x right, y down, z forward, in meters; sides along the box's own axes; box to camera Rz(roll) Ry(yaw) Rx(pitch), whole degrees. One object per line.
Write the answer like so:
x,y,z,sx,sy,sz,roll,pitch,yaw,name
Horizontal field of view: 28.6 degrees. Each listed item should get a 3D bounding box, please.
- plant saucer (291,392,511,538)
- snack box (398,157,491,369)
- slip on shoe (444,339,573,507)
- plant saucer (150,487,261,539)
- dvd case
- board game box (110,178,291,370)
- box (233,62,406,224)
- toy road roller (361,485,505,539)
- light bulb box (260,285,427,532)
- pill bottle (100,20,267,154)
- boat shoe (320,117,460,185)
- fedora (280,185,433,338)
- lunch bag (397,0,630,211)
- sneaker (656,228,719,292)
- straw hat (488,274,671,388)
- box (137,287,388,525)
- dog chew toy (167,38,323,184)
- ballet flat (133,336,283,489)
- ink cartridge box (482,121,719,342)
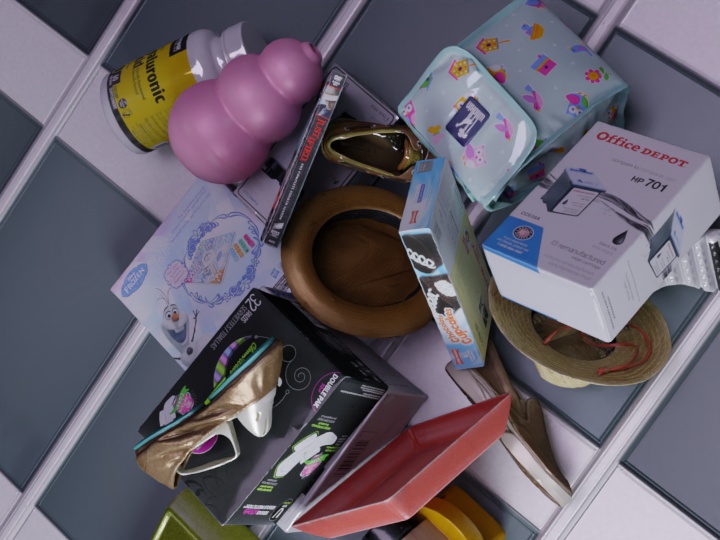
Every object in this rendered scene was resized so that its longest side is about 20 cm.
0.050,0.211,1.472,0.037,0.199,0.200,56,144,-3,plant saucer
0.095,-0.006,1.494,0.037,0.200,0.116,-8,40,21,snack box
0.172,0.162,1.523,0.061,0.076,0.200,-37,63,-2,slip on shoe
-0.203,0.367,1.624,0.200,0.048,0.200,31,95,49,plant saucer
-0.065,-0.122,1.570,0.022,0.146,0.200,21,90,-5,dvd case
-0.177,0.014,1.714,0.199,0.043,0.200,44,100,23,board game box
-0.043,-0.128,1.668,0.117,0.060,0.200,42,99,24,box
0.072,0.323,1.524,0.123,0.146,0.200,43,136,17,toy road roller
-0.072,0.156,1.599,0.200,0.125,0.198,38,98,24,light bulb box
-0.209,-0.228,1.731,0.200,0.111,0.112,-22,73,19,pill bottle
0.054,-0.126,1.580,0.199,0.068,0.072,4,102,-3,boat shoe
0.000,0.000,1.588,0.200,0.082,0.201,8,64,-17,fedora
0.161,-0.174,1.522,0.200,0.122,0.170,-35,66,-12,lunch bag
0.335,-0.019,1.476,0.199,0.075,0.081,-7,34,10,sneaker
0.220,0.076,1.497,0.201,0.201,0.085,40,139,24,straw hat
-0.101,0.146,1.477,0.149,0.124,0.200,42,97,24,box
-0.125,-0.190,1.619,0.200,0.124,0.125,-38,68,18,dog chew toy
-0.135,0.149,1.393,0.200,0.068,0.072,-39,89,13,ballet flat
0.244,-0.043,1.422,0.146,0.086,0.200,24,63,41,ink cartridge box
